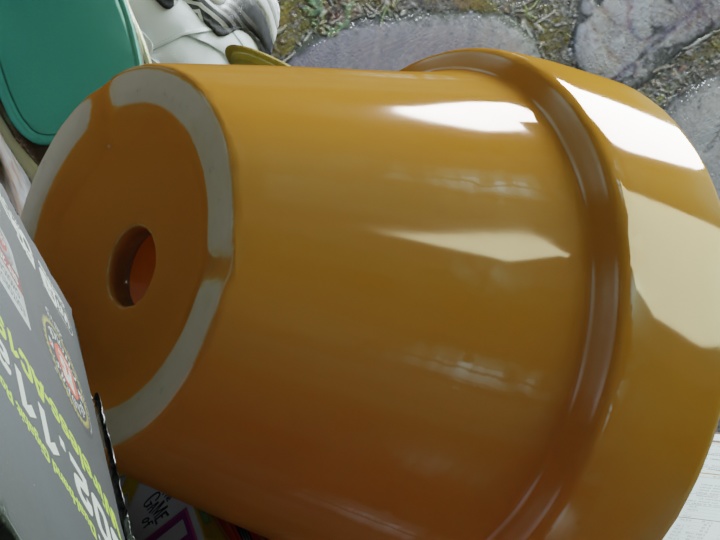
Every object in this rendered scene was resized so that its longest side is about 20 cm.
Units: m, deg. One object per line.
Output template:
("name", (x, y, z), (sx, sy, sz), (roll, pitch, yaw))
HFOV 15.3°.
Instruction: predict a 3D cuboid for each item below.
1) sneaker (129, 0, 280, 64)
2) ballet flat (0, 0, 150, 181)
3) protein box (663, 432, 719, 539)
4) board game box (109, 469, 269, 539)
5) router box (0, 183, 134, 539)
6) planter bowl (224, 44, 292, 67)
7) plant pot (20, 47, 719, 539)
("sneaker", (-0.103, -0.077, 1.134), (0.200, 0.075, 0.116), (9, 82, -58))
("ballet flat", (-0.106, -0.046, 1.028), (0.069, 0.069, 0.201), (32, 36, -86))
("protein box", (0.138, 0.190, 1.097), (0.200, 0.134, 0.199), (-35, 127, -66))
("board game box", (-0.016, 0.141, 0.962), (0.134, 0.034, 0.201), (23, 36, -48))
("router box", (-0.106, 0.002, 0.508), (0.150, 0.062, 0.200), (-109, 176, -47))
("planter bowl", (0.000, 0.000, 1.108), (0.200, 0.084, 0.200), (37, -6, 5))
("plant pot", (-0.009, 0.012, 0.893), (0.183, 0.200, 0.201), (14, 41, -38))
